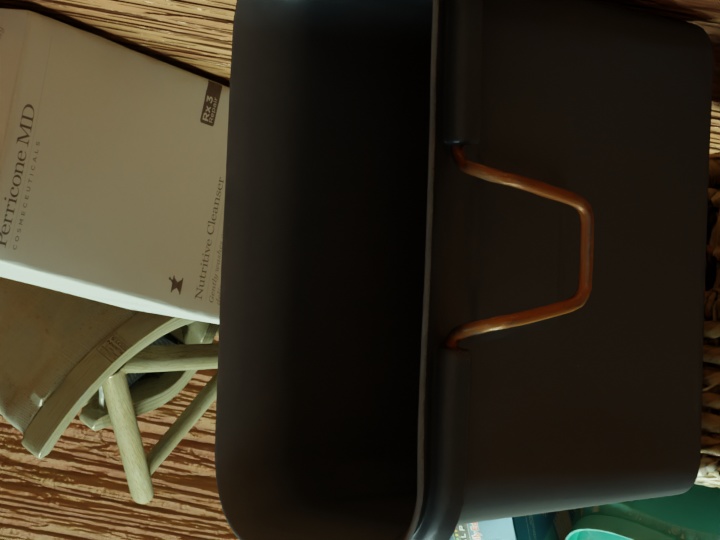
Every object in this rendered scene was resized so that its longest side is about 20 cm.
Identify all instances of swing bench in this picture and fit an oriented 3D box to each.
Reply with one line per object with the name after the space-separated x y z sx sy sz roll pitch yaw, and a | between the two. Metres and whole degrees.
-0.186 0.016 1.487 0.199 0.130 0.200 38 177 19 | swing bench

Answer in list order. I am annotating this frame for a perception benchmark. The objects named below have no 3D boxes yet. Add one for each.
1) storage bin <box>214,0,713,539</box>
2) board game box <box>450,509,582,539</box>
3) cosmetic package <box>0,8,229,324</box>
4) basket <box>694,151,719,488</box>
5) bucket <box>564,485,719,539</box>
0.046 -0.007 0.836 0.134 0.202 0.145 1 180 -33 | storage bin
0.102 0.099 1.526 0.047 0.152 0.200 1 -151 23 | board game box
-0.127 -0.045 1.167 0.081 0.114 0.200 8 177 33 | cosmetic package
0.160 0.009 0.924 0.142 0.150 0.199 14 176 -37 | basket
0.212 0.184 1.474 0.206 0.136 0.207 3 -164 -1 | bucket
